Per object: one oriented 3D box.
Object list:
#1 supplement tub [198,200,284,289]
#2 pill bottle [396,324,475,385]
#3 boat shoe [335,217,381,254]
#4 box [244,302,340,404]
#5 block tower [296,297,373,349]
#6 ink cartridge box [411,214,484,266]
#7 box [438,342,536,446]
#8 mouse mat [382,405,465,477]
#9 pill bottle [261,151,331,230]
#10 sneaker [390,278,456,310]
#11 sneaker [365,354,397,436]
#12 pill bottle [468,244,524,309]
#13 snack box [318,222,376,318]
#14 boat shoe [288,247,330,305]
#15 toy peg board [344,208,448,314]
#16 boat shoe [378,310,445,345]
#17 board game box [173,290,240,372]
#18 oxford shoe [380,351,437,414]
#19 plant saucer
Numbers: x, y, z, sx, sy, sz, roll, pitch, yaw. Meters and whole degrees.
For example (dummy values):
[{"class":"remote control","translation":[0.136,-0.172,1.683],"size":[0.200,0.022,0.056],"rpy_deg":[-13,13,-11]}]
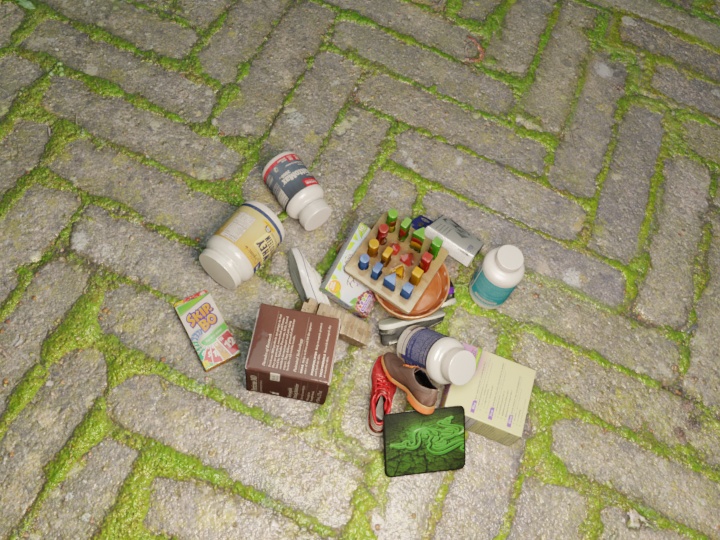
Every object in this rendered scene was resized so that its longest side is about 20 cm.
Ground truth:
[{"class":"supplement tub","translation":[-0.303,-0.065,1.729],"size":[0.143,0.145,0.201],"rpy_deg":[34,63,9]},{"class":"pill bottle","translation":[0.182,0.206,1.616],"size":[0.109,0.199,0.113],"rpy_deg":[-6,102,-30]},{"class":"boat shoe","translation":[0.031,-0.077,1.830],"size":[0.199,0.071,0.070],"rpy_deg":[-35,65,-14]},{"class":"box","translation":[-0.160,0.201,1.602],"size":[0.196,0.167,0.167],"rpy_deg":[11,62,-3]},{"class":"block tower","translation":[-0.062,0.131,1.682],"size":[0.198,0.058,0.055],"rpy_deg":[26,69,-16]},{"class":"ink cartridge box","translation":[0.232,-0.098,1.821],"size":[0.198,0.041,0.199],"rpy_deg":[33,21,8]},{"class":"box","translation":[0.308,0.304,1.662],"size":[0.197,0.097,0.178],"rpy_deg":[21,62,1]},{"class":"mouse mat","translation":[0.150,0.400,1.578],"size":[0.196,0.008,0.164],"rpy_deg":[-5,103,-8]},{"class":"pill bottle","translation":[-0.169,-0.214,1.841],"size":[0.119,0.120,0.201],"rpy_deg":[-31,72,-22]},{"class":"sneaker","translation":[0.155,0.054,1.758],"size":[0.197,0.069,0.101],"rpy_deg":[-11,99,-23]},{"class":"sneaker","translation":[0.060,0.286,1.621],"size":[0.077,0.116,0.203],"rpy_deg":[6,62,-5]},{"class":"pill bottle","translation":[0.359,0.013,1.759],"size":[0.109,0.201,0.113],"rpy_deg":[3,63,-7]},{"class":"snack box","translation":[0.000,0.000,1.746],"size":[0.141,0.053,0.202],"rpy_deg":[33,72,-18]},{"class":"boat shoe","translation":[-0.130,0.034,1.754],"size":[0.066,0.073,0.203],"rpy_deg":[-13,79,-26]},{"class":"toy peg board","translation":[0.094,-0.038,1.668],"size":[0.198,0.098,0.200],"rpy_deg":[33,69,10]},{"class":"boat shoe","translation":[0.133,0.145,1.738],"size":[0.197,0.075,0.061],"rpy_deg":[-10,102,-24]},{"class":"board game box","translation":[-0.383,0.144,1.678],"size":[0.095,0.030,0.201],"rpy_deg":[-25,67,-20]},{"class":"oxford shoe","translation":[0.120,0.246,1.593],"size":[0.070,0.073,0.200],"rpy_deg":[-2,33,-38]},{"class":"plant saucer","translation":[0.127,0.031,1.714],"size":[0.196,0.032,0.204],"rpy_deg":[0,66,0]}]
